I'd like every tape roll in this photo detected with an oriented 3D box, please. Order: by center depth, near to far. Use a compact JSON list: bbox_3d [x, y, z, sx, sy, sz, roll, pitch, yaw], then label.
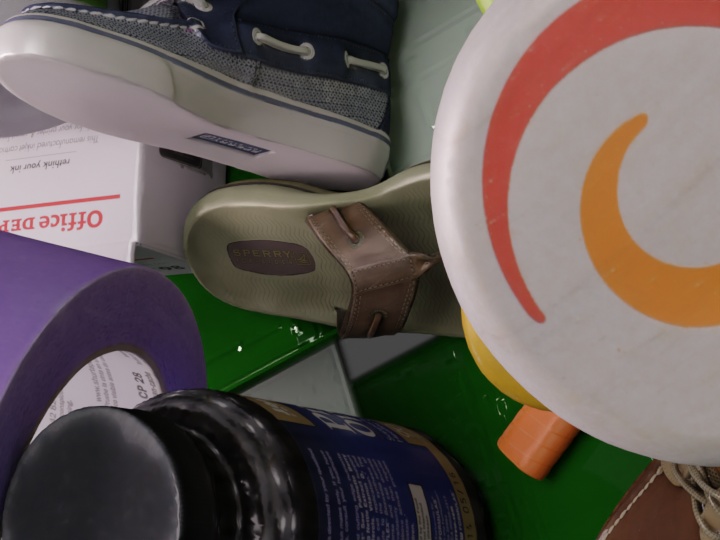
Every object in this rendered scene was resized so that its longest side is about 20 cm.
[{"bbox_3d":[-0.144,0.087,1.009,0.085,0.200,0.201,13,88,22],"label":"tape roll"}]

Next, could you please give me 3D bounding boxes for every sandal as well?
[{"bbox_3d":[0.000,0.001,1.047,0.200,0.057,0.080,-4,113,39],"label":"sandal"}]

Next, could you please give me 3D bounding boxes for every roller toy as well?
[{"bbox_3d":[0.124,-0.035,0.837,0.182,0.140,0.201,10,105,15],"label":"roller toy"}]

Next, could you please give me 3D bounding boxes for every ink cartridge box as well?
[{"bbox_3d":[-0.125,-0.058,1.153,0.115,0.067,0.201,-5,77,33],"label":"ink cartridge box"}]

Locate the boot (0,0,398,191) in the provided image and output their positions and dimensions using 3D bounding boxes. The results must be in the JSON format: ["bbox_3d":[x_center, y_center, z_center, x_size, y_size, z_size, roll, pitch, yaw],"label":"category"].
[{"bbox_3d":[-0.066,-0.099,1.046,0.073,0.200,0.091,-6,73,44],"label":"boot"}]

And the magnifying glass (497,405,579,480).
[{"bbox_3d":[0.122,-0.001,1.006,0.080,0.022,0.200,43,103,31],"label":"magnifying glass"}]

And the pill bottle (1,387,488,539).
[{"bbox_3d":[-0.043,0.106,0.983,0.111,0.200,0.112,-7,77,32],"label":"pill bottle"}]

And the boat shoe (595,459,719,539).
[{"bbox_3d":[0.147,0.069,0.941,0.200,0.072,0.076,-48,59,17],"label":"boat shoe"}]

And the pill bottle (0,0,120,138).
[{"bbox_3d":[-0.170,-0.169,1.099,0.111,0.111,0.201,-23,65,28],"label":"pill bottle"}]
